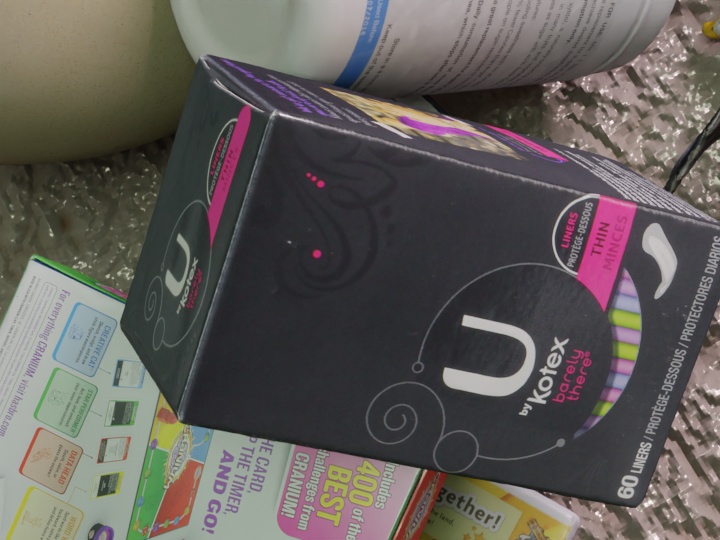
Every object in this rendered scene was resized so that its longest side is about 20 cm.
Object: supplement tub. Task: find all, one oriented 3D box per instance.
[{"bbox_3d":[0.028,-0.141,0.862,0.132,0.200,0.132,14,107,52],"label":"supplement tub"}]

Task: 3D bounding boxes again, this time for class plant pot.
[{"bbox_3d":[-0.120,-0.135,0.934,0.134,0.200,0.201,15,82,-14],"label":"plant pot"}]

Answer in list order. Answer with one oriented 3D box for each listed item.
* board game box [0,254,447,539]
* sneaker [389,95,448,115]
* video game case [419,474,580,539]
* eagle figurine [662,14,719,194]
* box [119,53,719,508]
[{"bbox_3d":[-0.081,0.103,0.839,0.200,0.040,0.153,25,90,17],"label":"board game box"},{"bbox_3d":[0.000,0.000,0.905,0.146,0.077,0.202,-40,73,-13],"label":"sneaker"},{"bbox_3d":[-0.027,0.146,0.925,0.200,0.023,0.182,28,87,18],"label":"video game case"},{"bbox_3d":[0.204,-0.111,0.868,0.151,0.151,0.200,6,68,-4],"label":"eagle figurine"},{"bbox_3d":[0.024,0.005,0.773,0.200,0.106,0.122,12,104,-22],"label":"box"}]
